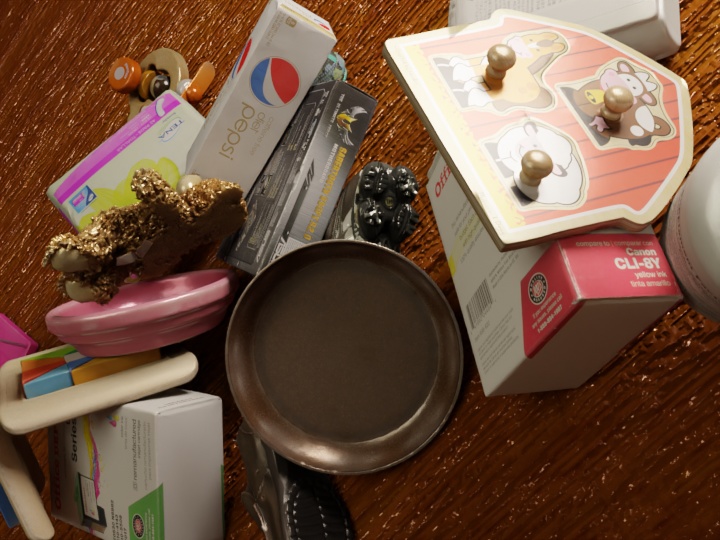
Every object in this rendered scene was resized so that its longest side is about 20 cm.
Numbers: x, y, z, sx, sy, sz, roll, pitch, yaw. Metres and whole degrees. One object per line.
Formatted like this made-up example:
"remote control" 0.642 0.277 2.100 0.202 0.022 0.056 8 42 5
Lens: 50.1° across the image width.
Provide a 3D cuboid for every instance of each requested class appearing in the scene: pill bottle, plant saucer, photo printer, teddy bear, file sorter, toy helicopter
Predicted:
"pill bottle" 0.234 -0.027 0.422 0.114 0.200 0.115 -1 84 15
"plant saucer" -0.223 0.045 0.813 0.200 0.200 0.051 -4 102 38
"photo printer" 0.166 -0.238 0.665 0.199 0.069 0.167 -9 68 37
"plant saucer" -0.013 0.072 0.652 0.199 0.032 0.201 1 98 6
"teddy bear" -0.209 -0.039 0.745 0.200 0.145 0.067 -38 59 -6
"file sorter" -0.578 0.159 1.086 0.139 0.125 0.201 22 88 43
"toy helicopter" -0.251 -0.197 1.008 0.132 0.079 0.201 -14 75 25

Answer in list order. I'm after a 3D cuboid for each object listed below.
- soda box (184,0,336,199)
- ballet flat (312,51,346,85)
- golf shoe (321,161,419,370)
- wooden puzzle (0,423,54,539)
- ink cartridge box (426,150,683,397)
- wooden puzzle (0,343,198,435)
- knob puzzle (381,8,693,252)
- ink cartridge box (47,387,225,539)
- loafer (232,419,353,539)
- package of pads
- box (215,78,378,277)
"soda box" -0.105 -0.172 0.782 0.200 0.068 0.064 -56 25 21
"ballet flat" -0.109 -0.216 0.885 0.199 0.074 0.075 -16 63 34
"golf shoe" 0.000 0.000 0.720 0.094 0.077 0.201 2 76 64
"wooden puzzle" -0.377 0.178 0.794 0.200 0.046 0.186 0 113 67
"ink cartridge box" 0.127 -0.030 0.564 0.145 0.083 0.201 115 148 -55
"wooden puzzle" -0.281 0.098 0.804 0.200 0.184 0.037 18 120 62
"knob puzzle" 0.140 -0.112 0.511 0.031 0.219 0.220 106 154 -56
"ink cartridge box" -0.235 0.195 0.790 0.199 0.084 0.146 2 94 40
"loafer" -0.064 0.207 0.690 0.071 0.073 0.201 -46 44 29
"package of pads" -0.242 -0.099 0.895 0.200 0.068 0.154 -43 61 -8
"box" -0.070 -0.086 0.779 0.158 0.048 0.201 15 82 65
